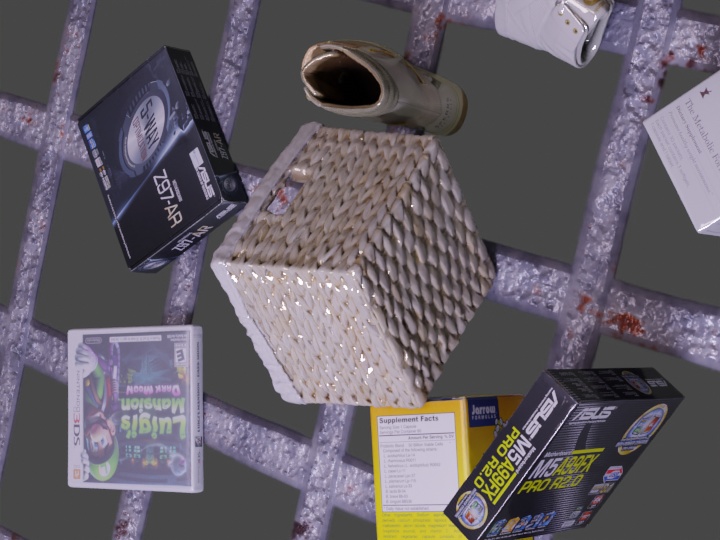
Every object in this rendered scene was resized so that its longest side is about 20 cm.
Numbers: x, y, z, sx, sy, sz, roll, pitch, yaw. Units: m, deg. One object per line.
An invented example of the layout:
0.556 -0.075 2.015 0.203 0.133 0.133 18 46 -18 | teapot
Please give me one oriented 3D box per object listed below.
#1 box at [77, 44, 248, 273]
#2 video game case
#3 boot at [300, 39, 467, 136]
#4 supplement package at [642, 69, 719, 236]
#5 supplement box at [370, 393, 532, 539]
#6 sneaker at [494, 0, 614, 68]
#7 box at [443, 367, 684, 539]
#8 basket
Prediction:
-0.222 -0.121 1.843 0.160 0.043 0.201 -33 69 31 | box
-0.256 0.155 1.868 0.199 0.023 0.183 -3 86 37 | video game case
-0.012 -0.189 1.619 0.199 0.154 0.073 26 103 35 | boot
0.357 -0.125 1.367 0.200 0.109 0.114 -35 68 30 | supplement package
0.087 0.219 1.554 0.108 0.109 0.202 -6 85 36 | supplement box
0.179 -0.272 1.488 0.115 0.201 0.074 32 62 29 | sneaker
0.178 0.158 1.432 0.044 0.199 0.161 45 113 29 | box
0.000 0.000 1.539 0.160 0.201 0.199 6 48 33 | basket
